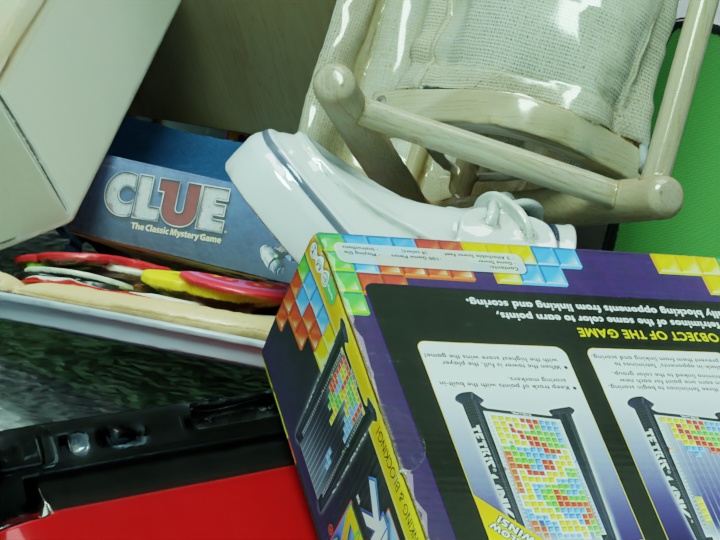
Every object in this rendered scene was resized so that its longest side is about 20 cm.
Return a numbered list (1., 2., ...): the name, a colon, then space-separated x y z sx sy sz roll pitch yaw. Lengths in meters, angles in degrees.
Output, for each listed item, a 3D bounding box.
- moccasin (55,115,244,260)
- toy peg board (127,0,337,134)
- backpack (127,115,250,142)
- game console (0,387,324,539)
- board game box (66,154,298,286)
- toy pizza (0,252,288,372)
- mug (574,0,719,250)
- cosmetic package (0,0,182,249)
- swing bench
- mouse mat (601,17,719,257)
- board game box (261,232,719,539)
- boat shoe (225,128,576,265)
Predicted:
1. moccasin: -0.103 -0.026 0.971 0.198 0.069 0.081 13 27 -8
2. toy peg board: -0.070 -0.171 0.961 0.198 0.201 0.098 10 49 27
3. backpack: -0.024 -0.093 1.120 0.175 0.154 0.200 7 21 -28
4. game console: -0.040 0.098 0.614 0.172 0.120 0.199 -20 -10 42
5. board game box: 0.000 0.000 0.847 0.199 0.035 0.135 13 -4 21
6. toy pizza: -0.048 0.019 0.777 0.199 0.032 0.200 11 -4 1
7. mug: 0.151 -0.052 0.925 0.175 0.149 0.199 15 19 39
8. cosmetic package: -0.147 -0.083 0.847 0.103 0.073 0.200 -19 28 19
9. swing bench: 0.061 -0.117 0.792 0.129 0.200 0.200 18 -8 -5
10. mouse mat: 0.189 0.004 0.813 0.199 0.162 0.008 17 -9 -10
11. board game box: 0.088 0.070 0.587 0.199 0.057 0.166 4 46 -25
12. boat shoe: 0.046 0.006 0.713 0.200 0.065 0.074 37 11 -16
